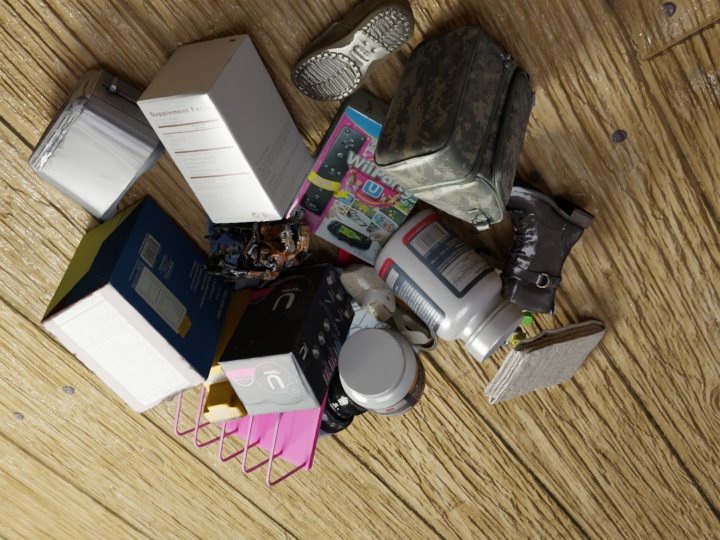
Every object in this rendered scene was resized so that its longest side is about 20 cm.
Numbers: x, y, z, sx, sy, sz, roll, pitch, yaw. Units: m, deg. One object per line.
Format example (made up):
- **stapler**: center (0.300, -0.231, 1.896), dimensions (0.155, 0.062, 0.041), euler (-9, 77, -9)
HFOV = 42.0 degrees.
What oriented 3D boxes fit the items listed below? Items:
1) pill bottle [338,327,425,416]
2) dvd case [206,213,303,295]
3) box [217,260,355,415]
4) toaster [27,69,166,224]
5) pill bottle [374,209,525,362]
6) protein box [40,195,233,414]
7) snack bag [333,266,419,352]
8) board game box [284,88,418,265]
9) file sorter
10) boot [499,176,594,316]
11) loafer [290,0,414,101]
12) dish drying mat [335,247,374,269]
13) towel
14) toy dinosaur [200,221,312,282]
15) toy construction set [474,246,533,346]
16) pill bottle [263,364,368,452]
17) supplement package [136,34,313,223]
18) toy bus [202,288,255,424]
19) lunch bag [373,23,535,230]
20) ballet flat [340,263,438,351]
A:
- **pill bottle**: center (0.031, 0.149, 1.379), dimensions (0.114, 0.119, 0.200), euler (-9, 165, 8)
- **dvd case**: center (-0.155, -0.008, 1.410), dimensions (0.140, 0.018, 0.202), euler (2, 130, -2)
- **box**: center (-0.099, 0.094, 1.333), dimensions (0.120, 0.201, 0.107), euler (-10, 124, 24)
- **toaster**: center (-0.338, -0.161, 1.214), dimensions (0.128, 0.115, 0.200), euler (34, 126, -22)
- **pill bottle**: center (0.125, 0.025, 1.293), dimensions (0.200, 0.119, 0.120), euler (45, 128, 14)
- **protein box**: center (-0.306, 0.049, 1.325), dimensions (0.133, 0.200, 0.201), euler (-25, 122, 23)
- **snack bag**: center (0.022, 0.079, 1.468), dimensions (0.196, 0.022, 0.190), euler (10, 132, -16)
- **board game box**: center (0.004, -0.125, 1.265), dimensions (0.146, 0.065, 0.201), euler (26, 125, -10)
- **file sorter**: center (-0.175, 0.222, 1.453), dimensions (0.198, 0.125, 0.141), euler (20, 107, 26)
- **boot**: center (0.226, -0.029, 1.321), dimensions (0.197, 0.069, 0.176), euler (21, 105, -20)
- **loafer**: center (-0.006, -0.274, 1.149), dimensions (0.198, 0.068, 0.076), euler (-23, 126, 39)
- **dish drying mat**: center (0.000, 0.000, 1.417), dimensions (0.075, 0.018, 0.202), euler (5, 131, -6)
- **towel**: center (0.290, 0.143, 1.485), dimensions (0.197, 0.035, 0.134), euler (-9, 141, -35)
- **toy dinosaur**: center (-0.147, -0.018, 1.320), dimensions (0.134, 0.103, 0.201), euler (14, 132, -29)
- **toy construction set**: center (0.183, 0.044, 1.416), dimensions (0.197, 0.093, 0.132), euler (18, 129, -30)
- **pill bottle**: center (-0.078, 0.220, 1.533), dimensions (0.198, 0.113, 0.112), euler (-27, 127, 30)
- **supplement package**: center (-0.164, -0.173, 1.180), dimensions (0.116, 0.118, 0.201), euler (-1, 135, 31)
- **toy bus**: center (-0.185, 0.125, 1.373), dimensions (0.064, 0.202, 0.079), euler (-13, 127, 20)
- **lunch bag**: center (0.131, -0.173, 1.147), dimensions (0.138, 0.203, 0.167), euler (-6, 148, 44)
- **ballet flat**: center (0.052, 0.058, 1.392), dimensions (0.199, 0.063, 0.067), euler (33, 122, -32)
